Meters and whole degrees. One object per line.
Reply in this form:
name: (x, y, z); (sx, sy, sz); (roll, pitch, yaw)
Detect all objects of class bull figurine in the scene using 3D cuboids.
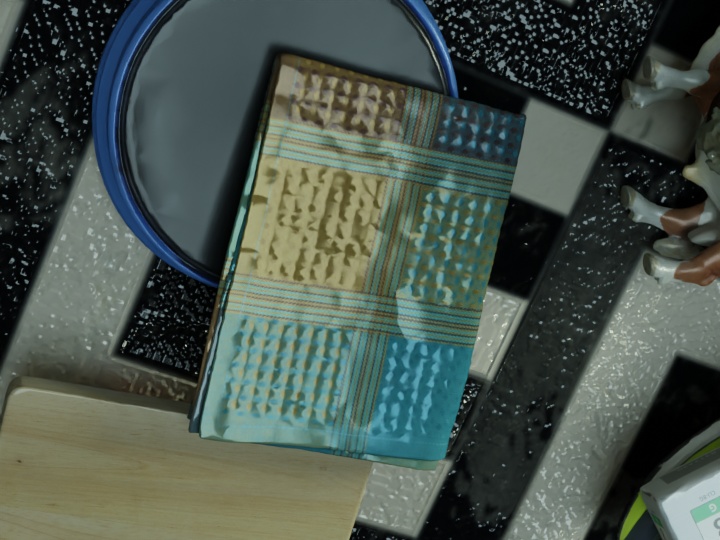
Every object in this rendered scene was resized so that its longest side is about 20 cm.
bull figurine: (0.214, -0.084, 0.779); (0.121, 0.065, 0.200); (-8, 107, -8)

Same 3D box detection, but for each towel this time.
towel: (0.000, 0.000, 0.715); (0.146, 0.022, 0.200); (12, 94, -19)

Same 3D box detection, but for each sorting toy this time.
sorting toy: (-0.118, 0.159, 0.768); (0.200, 0.070, 0.199); (12, 104, -18)

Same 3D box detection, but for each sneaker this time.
sneaker: (0.246, 0.124, 0.837); (0.200, 0.074, 0.081); (-33, 74, -1)

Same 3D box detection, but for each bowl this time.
bowl: (-0.041, -0.078, 0.725); (0.200, 0.039, 0.201); (-5, 110, -13)

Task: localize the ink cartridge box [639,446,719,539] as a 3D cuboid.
ink cartridge box: (0.279, 0.181, 0.791); (0.161, 0.050, 0.200); (-26, 91, -1)

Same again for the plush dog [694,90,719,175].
plush dog: (0.296, -0.050, 0.679); (0.200, 0.172, 0.161); (-26, 108, -6)
